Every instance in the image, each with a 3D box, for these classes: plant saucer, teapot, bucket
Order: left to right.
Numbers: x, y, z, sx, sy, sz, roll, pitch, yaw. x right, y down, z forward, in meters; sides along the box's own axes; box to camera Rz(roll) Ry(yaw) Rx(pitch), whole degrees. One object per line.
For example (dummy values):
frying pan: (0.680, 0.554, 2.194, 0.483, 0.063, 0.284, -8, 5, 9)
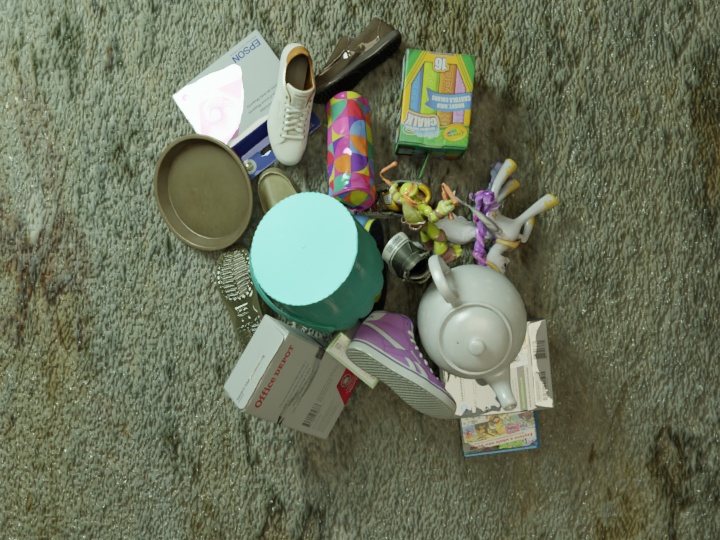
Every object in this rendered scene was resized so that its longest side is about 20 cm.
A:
plant saucer: (-0.270, -0.135, 1.205, 0.195, 0.029, 0.205, 6, 108, 17)
bucket: (-0.070, -0.014, 1.090, 0.202, 0.135, 0.212, -5, 72, 15)
teapot: (0.179, 0.091, 1.111, 0.196, 0.146, 0.202, 16, 107, 1)

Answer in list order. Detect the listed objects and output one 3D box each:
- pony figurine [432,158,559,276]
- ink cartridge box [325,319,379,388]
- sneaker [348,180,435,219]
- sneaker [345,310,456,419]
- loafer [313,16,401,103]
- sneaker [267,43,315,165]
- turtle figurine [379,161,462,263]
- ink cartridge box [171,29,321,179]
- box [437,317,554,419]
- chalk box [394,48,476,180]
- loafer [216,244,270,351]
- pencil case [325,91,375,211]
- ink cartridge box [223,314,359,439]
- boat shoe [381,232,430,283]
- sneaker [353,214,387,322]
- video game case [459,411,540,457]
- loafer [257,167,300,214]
pony figurine: (0.224, -0.087, 1.197, 0.192, 0.166, 0.202, 37, 75, -8)
ink cartridge box: (0.039, 0.164, 1.186, 0.199, 0.146, 0.048, 40, 100, -1)
sneaker: (0.035, -0.127, 1.215, 0.195, 0.082, 0.080, -10, 92, 1)
sneaker: (0.084, 0.139, 1.098, 0.199, 0.073, 0.115, 38, 53, -1)
loafer: (-0.021, -0.371, 1.224, 0.198, 0.073, 0.072, -37, 80, -4)
sneaker: (-0.116, -0.272, 1.161, 0.071, 0.085, 0.205, -1, 110, -15)
turtle figurine: (0.105, -0.083, 1.106, 0.065, 0.199, 0.162, -46, 127, -14)
ink cartridge box: (-0.200, -0.284, 1.220, 0.195, 0.043, 0.201, -37, 82, 0)
box: (0.234, 0.172, 1.223, 0.195, 0.041, 0.160, -6, 90, -1)
chalk box: (0.125, -0.258, 1.194, 0.121, 0.125, 0.205, 5, 92, 0)
loafer: (-0.201, 0.055, 1.220, 0.074, 0.068, 0.204, -16, 74, 4)
pencil case: (-0.018, -0.203, 1.183, 0.086, 0.089, 0.204, -2, 66, 0)
ink cartridge box: (-0.109, 0.181, 1.164, 0.199, 0.083, 0.147, 31, 90, -42)
boat shoe: (0.086, -0.008, 1.156, 0.064, 0.200, 0.071, 42, 96, 16)
sneaker: (0.000, 0.000, 1.221, 0.077, 0.066, 0.205, 8, 114, 28)
video game case: (0.244, 0.226, 1.253, 0.139, 0.018, 0.205, -7, 90, -1)
loafer: (-0.125, -0.088, 1.221, 0.075, 0.067, 0.203, -25, 91, 0)
